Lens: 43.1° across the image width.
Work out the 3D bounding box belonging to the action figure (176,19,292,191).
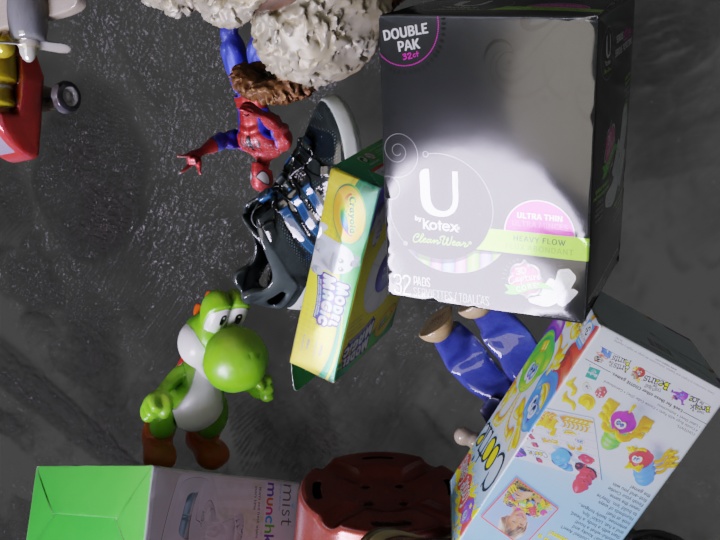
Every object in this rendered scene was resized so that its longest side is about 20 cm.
[{"bbox_3d":[-0.104,-0.154,0.739,0.065,0.099,0.201,4,115,26],"label":"action figure"}]

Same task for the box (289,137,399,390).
[{"bbox_3d":[0.000,0.000,0.735,0.048,0.117,0.200,25,121,17],"label":"box"}]

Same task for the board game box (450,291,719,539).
[{"bbox_3d":[0.159,0.127,0.675,0.105,0.103,0.200,28,107,-4],"label":"board game box"}]

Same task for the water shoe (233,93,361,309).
[{"bbox_3d":[-0.055,-0.049,0.753,0.072,0.079,0.200,54,137,49],"label":"water shoe"}]

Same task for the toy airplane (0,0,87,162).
[{"bbox_3d":[-0.344,-0.217,0.805,0.199,0.141,0.200,40,123,7],"label":"toy airplane"}]

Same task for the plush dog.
[{"bbox_3d":[-0.050,-0.211,0.639,0.200,0.161,0.172,-40,113,9],"label":"plush dog"}]

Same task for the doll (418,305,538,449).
[{"bbox_3d":[0.131,0.112,0.755,0.136,0.048,0.200,-34,100,24],"label":"doll"}]

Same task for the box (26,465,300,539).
[{"bbox_3d":[-0.188,0.242,0.869,0.200,0.176,0.097,-11,69,42],"label":"box"}]

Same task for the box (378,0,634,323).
[{"bbox_3d":[0.104,-0.086,0.640,0.148,0.124,0.201,8,113,24],"label":"box"}]

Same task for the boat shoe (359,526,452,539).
[{"bbox_3d":[0.084,0.240,0.706,0.067,0.200,0.072,8,86,52],"label":"boat shoe"}]

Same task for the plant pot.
[{"bbox_3d":[0.018,0.281,0.810,0.200,0.201,0.196,8,107,24],"label":"plant pot"}]

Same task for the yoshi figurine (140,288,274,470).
[{"bbox_3d":[-0.143,0.115,0.869,0.112,0.112,0.200,26,119,7],"label":"yoshi figurine"}]

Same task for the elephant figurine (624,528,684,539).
[{"bbox_3d":[0.221,0.267,0.745,0.141,0.155,0.201,-144,57,-62],"label":"elephant figurine"}]
